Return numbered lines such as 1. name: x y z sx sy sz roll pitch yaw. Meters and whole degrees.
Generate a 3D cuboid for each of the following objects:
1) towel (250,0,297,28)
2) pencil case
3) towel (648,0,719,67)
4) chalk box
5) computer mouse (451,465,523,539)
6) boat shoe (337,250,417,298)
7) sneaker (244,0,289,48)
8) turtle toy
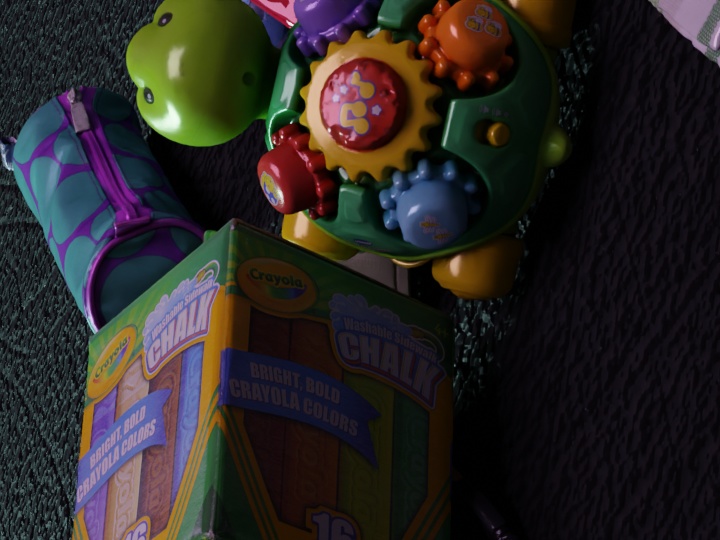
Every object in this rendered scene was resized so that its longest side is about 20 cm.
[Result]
1. towel: -0.027 -0.230 1.363 0.144 0.022 0.201 36 112 25
2. pencil case: -0.141 -0.032 1.544 0.200 0.085 0.093 -127 23 -57
3. towel: 0.141 -0.181 1.086 0.150 0.031 0.200 -67 25 19
4. chalk box: -0.041 0.069 1.177 0.124 0.124 0.201 -37 41 44
5. computer mouse: 0.009 0.143 1.203 0.200 0.046 0.141 45 122 61
6. boat shoe: 0.000 0.000 1.282 0.068 0.072 0.201 -38 -39 -69
7. sneaker: -0.067 -0.187 1.455 0.074 0.082 0.201 -9 74 62
8. turtle toy: -0.003 -0.072 1.174 0.199 0.101 0.146 13 93 22
